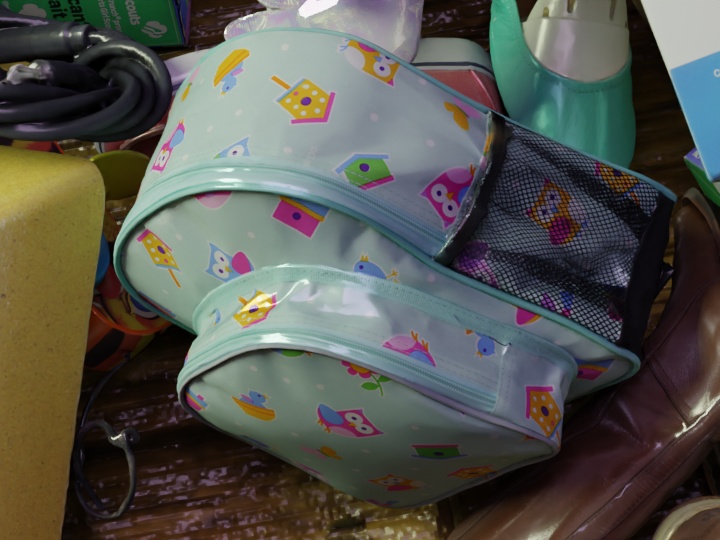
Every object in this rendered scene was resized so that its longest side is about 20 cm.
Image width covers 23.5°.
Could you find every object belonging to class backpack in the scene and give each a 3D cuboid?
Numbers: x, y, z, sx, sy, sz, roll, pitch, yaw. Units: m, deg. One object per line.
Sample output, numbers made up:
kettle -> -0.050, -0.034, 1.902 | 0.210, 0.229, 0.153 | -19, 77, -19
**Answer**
backpack -> 0.000, 0.000, 0.706 | 0.200, 0.176, 0.153 | 34, 61, -15

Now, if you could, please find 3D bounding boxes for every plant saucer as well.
plant saucer -> -0.216, 0.038, 0.736 | 0.200, 0.048, 0.200 | 9, 93, 21

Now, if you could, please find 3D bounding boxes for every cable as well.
cable -> -0.172, -0.106, 0.770 | 0.163, 0.051, 0.200 | 6, 16, -23

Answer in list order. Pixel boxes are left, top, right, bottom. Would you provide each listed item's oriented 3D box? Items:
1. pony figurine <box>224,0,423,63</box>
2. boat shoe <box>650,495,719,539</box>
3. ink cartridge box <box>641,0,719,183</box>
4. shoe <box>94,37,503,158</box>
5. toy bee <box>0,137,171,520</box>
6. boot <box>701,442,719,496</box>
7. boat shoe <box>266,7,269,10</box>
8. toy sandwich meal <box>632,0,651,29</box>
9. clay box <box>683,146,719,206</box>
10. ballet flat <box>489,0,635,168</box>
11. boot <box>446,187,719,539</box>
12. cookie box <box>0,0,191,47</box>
pony figurine -> 0.009, -0.164, 0.730 | 0.193, 0.200, 0.167 | -7, 76, 18
boat shoe -> 0.127, 0.188, 0.658 | 0.072, 0.072, 0.200 | 13, 89, -2
ink cartridge box -> 0.156, -0.152, 0.702 | 0.085, 0.145, 0.200 | -21, 94, 26
shoe -> -0.026, -0.053, 0.825 | 0.200, 0.072, 0.091 | -7, 57, -5
toy bee -> -0.130, 0.006, 0.793 | 0.131, 0.109, 0.200 | -14, 92, 39
boot -> 0.241, 0.041, 0.763 | 0.200, 0.066, 0.175 | -19, 63, -4
boat shoe -> 0.000, -0.186, 0.862 | 0.070, 0.072, 0.201 | 9, 45, 12
toy sandwich meal -> 0.213, -0.187, 0.838 | 0.205, 0.205, 0.070 | -16, 32, -4
clay box -> 0.259, -0.082, 0.785 | 0.200, 0.048, 0.115 | -42, 36, -3
ballet flat -> 0.096, -0.134, 0.840 | 0.067, 0.070, 0.200 | 2, 52, -12
boot -> 0.106, 0.064, 0.756 | 0.064, 0.186, 0.200 | 40, 101, -5
cookie box -> -0.188, -0.203, 0.911 | 0.200, 0.075, 0.171 | -2, 63, 4
